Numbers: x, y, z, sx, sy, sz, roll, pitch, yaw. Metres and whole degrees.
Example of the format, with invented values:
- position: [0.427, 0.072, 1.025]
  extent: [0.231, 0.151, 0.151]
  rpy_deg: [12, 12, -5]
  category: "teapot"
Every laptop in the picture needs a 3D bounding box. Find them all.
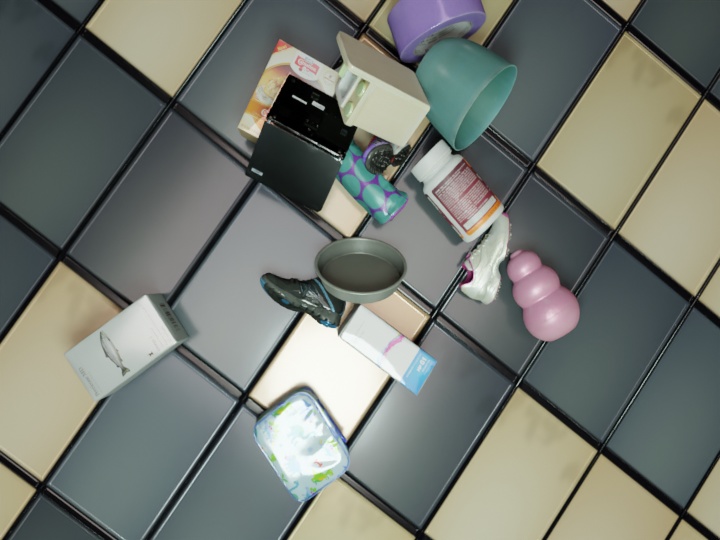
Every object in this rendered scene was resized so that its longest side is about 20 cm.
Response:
- position: [-0.114, -0.259, 1.191]
  extent: [0.173, 0.104, 0.205]
  rpy_deg: [25, 61, -8]
  category: "laptop"

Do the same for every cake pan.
- position: [0.000, 0.000, 1.217]
  extent: [0.192, 0.203, 0.038]
  rpy_deg: [1, 126, -5]
  category: "cake pan"

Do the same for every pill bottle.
- position: [0.207, -0.173, 1.263]
  extent: [0.114, 0.114, 0.201]
  rpy_deg: [-42, 93, -4]
  category: "pill bottle"

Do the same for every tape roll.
- position: [0.159, -0.525, 1.224]
  extent: [0.194, 0.200, 0.087]
  rpy_deg: [-23, 90, -5]
  category: "tape roll"

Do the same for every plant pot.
- position: [0.207, -0.389, 1.233]
  extent: [0.201, 0.201, 0.161]
  rpy_deg: [-45, 74, -4]
  category: "plant pot"

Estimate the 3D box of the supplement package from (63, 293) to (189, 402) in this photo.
- position: [-0.473, 0.153, 1.196]
  extent: [0.198, 0.117, 0.119]
  rpy_deg: [-36, 92, -4]
  category: "supplement package"

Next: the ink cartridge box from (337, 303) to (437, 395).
- position: [0.050, 0.158, 1.226]
  extent: [0.197, 0.145, 0.086]
  rpy_deg: [35, 87, -3]
  category: "ink cartridge box"

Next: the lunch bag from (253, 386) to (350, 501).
- position: [-0.120, 0.365, 1.238]
  extent: [0.159, 0.082, 0.203]
  rpy_deg: [-35, 92, -4]
  category: "lunch bag"

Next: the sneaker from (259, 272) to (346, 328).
- position: [-0.122, 0.049, 1.261]
  extent: [0.196, 0.073, 0.084]
  rpy_deg: [28, 70, -9]
  category: "sneaker"

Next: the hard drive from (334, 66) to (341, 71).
- position: [-0.055, -0.364, 1.289]
  extent: [0.196, 0.026, 0.134]
  rpy_deg: [-31, 91, -5]
  category: "hard drive"

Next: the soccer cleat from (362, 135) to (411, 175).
- position: [0.041, -0.251, 1.222]
  extent: [0.072, 0.199, 0.069]
  rpy_deg: [37, 119, 12]
  category: "soccer cleat"

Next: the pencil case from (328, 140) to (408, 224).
- position: [0.013, -0.196, 1.261]
  extent: [0.200, 0.085, 0.092]
  rpy_deg: [46, 66, -1]
  category: "pencil case"

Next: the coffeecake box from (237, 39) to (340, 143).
- position: [-0.146, -0.347, 1.230]
  extent: [0.150, 0.073, 0.205]
  rpy_deg: [26, 86, -4]
  category: "coffeecake box"

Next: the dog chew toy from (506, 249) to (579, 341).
- position: [0.389, 0.048, 1.275]
  extent: [0.122, 0.125, 0.204]
  rpy_deg: [-30, 83, -5]
  category: "dog chew toy"

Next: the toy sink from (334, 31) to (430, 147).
- position: [0.020, -0.353, 1.158]
  extent: [0.195, 0.133, 0.113]
  rpy_deg: [16, 130, -32]
  category: "toy sink"

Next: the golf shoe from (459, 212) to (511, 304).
- position: [0.276, -0.033, 1.287]
  extent: [0.088, 0.075, 0.207]
  rpy_deg: [14, 86, -1]
  category: "golf shoe"
